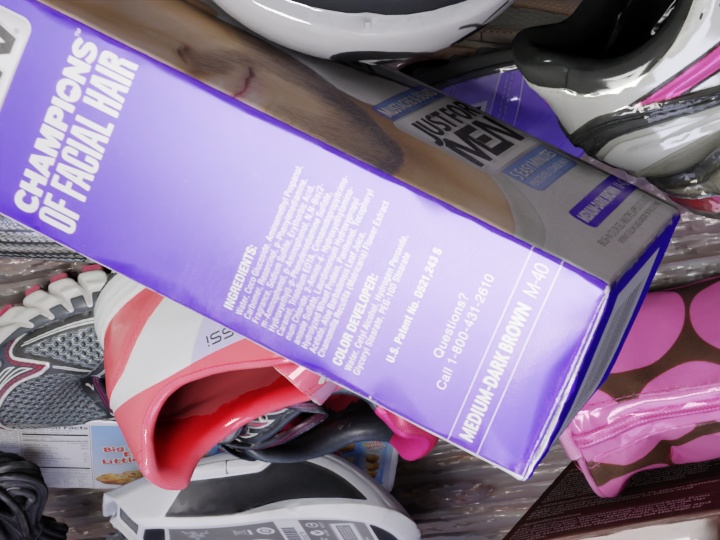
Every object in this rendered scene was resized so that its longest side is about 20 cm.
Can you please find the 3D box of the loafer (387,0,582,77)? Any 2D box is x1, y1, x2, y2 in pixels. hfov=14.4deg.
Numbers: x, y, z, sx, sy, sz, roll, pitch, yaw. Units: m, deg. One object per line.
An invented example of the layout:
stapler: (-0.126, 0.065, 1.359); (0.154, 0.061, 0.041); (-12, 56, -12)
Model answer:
loafer: (0.080, -0.064, 0.943); (0.199, 0.063, 0.072); (17, 147, -29)

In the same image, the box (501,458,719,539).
box: (0.125, 0.119, 1.177); (0.100, 0.075, 0.200); (-12, -174, 17)

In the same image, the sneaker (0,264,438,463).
sneaker: (-0.060, 0.040, 1.127); (0.199, 0.075, 0.081); (-7, 151, 13)

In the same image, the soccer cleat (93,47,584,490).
soccer cleat: (0.000, 0.000, 0.902); (0.199, 0.074, 0.068); (-30, 141, 24)

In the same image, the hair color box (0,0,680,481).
hair color box: (-0.019, -0.025, 0.786); (0.199, 0.065, 0.109); (25, -163, 10)

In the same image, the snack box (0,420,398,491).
snack box: (-0.082, 0.072, 1.238); (0.199, 0.024, 0.072); (1, 151, -3)

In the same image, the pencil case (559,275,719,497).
pencil case: (0.168, 0.037, 1.107); (0.199, 0.094, 0.091); (-14, 115, 20)

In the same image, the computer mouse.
computer mouse: (-0.071, 0.101, 1.224); (0.199, 0.044, 0.110); (-2, 152, 12)

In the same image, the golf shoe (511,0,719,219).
golf shoe: (0.126, -0.108, 0.785); (0.092, 0.073, 0.200); (27, 107, -33)

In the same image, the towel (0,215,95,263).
towel: (-0.112, -0.079, 0.878); (0.191, 0.035, 0.201); (6, 131, -11)

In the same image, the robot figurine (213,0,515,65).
robot figurine: (0.007, -0.138, 0.737); (0.149, 0.125, 0.200); (10, 151, -2)
